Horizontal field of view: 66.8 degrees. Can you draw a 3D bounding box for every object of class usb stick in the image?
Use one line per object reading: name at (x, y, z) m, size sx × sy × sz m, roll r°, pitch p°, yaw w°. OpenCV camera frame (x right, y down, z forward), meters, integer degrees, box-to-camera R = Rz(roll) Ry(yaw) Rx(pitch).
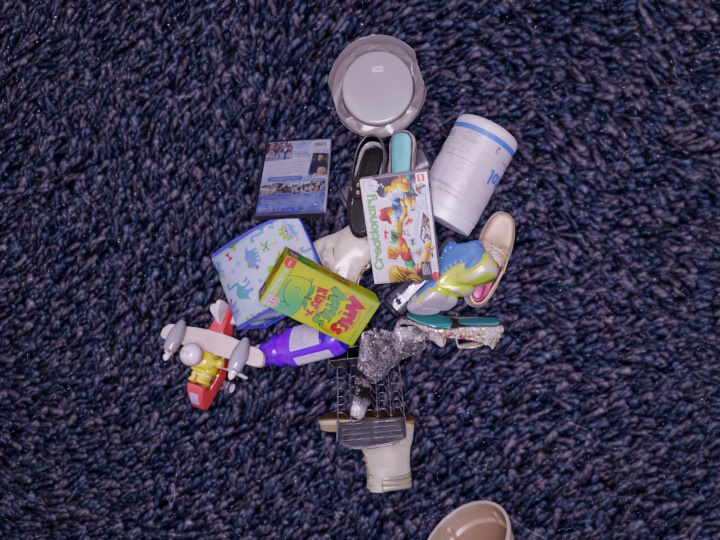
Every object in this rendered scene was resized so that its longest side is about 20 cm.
usb stick at (0.051, -0.185, 1.114) m, size 0.199 × 0.033 × 0.056 m, roll -26°, pitch 86°, yaw 6°
usb stick at (0.133, 0.013, 1.118) m, size 0.200 × 0.033 × 0.055 m, roll -44°, pitch 88°, yaw 5°

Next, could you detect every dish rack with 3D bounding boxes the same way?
dish rack at (0.016, 0.246, 1.079) m, size 0.152 × 0.055 × 0.202 m, roll -7°, pitch 54°, yaw 5°

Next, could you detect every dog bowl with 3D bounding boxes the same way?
dog bowl at (0.036, -0.365, 1.107) m, size 0.198 × 0.059 × 0.202 m, roll 0°, pitch 91°, yaw 5°

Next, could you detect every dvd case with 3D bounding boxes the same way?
dvd case at (-0.133, -0.186, 1.093) m, size 0.141 × 0.018 × 0.202 m, roll -2°, pitch 57°, yaw 7°

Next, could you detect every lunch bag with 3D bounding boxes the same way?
lunch bag at (-0.170, 0.000, 1.083) m, size 0.199 × 0.127 × 0.171 m, roll -31°, pitch 77°, yaw 21°

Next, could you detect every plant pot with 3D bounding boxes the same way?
plant pot at (0.247, 0.590, 1.053) m, size 0.200 × 0.201 × 0.184 m, roll -35°, pitch 99°, yaw 5°

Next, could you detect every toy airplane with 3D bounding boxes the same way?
toy airplane at (-0.305, 0.156, 1.108) m, size 0.199 × 0.141 × 0.200 m, roll -35°, pitch 72°, yaw 16°

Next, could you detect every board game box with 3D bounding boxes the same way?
board game box at (0.075, -0.078, 1.012) m, size 0.125 × 0.035 × 0.202 m, roll -5°, pitch 106°, yaw 15°
board game box at (-0.074, 0.050, 1.000) m, size 0.199 × 0.048 × 0.102 m, roll 28°, pitch 104°, yaw -21°

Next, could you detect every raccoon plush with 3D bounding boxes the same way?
raccoon plush at (0.059, 0.188, 1.050) m, size 0.133 × 0.097 × 0.202 m, roll 8°, pitch 82°, yaw 0°

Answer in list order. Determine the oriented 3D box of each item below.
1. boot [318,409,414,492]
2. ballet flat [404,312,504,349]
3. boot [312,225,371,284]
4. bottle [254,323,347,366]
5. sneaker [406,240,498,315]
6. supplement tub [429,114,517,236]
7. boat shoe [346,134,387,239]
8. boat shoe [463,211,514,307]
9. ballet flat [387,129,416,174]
boot at (0.011, 0.370, 1.120) m, size 0.198 × 0.072 × 0.156 m, roll 1°, pitch 94°, yaw 5°
ballet flat at (0.186, 0.125, 1.098) m, size 0.198 × 0.076 × 0.065 m, roll 4°, pitch 108°, yaw 9°
boot at (0.000, 0.000, 1.102) m, size 0.154 × 0.072 × 0.201 m, roll -29°, pitch 81°, yaw 5°
bottle at (-0.124, 0.153, 1.119) m, size 0.198 × 0.084 × 0.066 m, roll -17°, pitch 126°, yaw 17°
sneaker at (0.172, 0.010, 1.074) m, size 0.199 × 0.076 × 0.106 m, roll -28°, pitch 53°, yaw 25°
supplement tub at (0.202, -0.184, 1.058) m, size 0.131 × 0.132 × 0.201 m, roll 28°, pitch 94°, yaw 4°
boat shoe at (0.010, -0.163, 1.063) m, size 0.073 × 0.063 × 0.204 m, roll 8°, pitch 80°, yaw 12°
boat shoe at (0.261, -0.020, 1.086) m, size 0.073 × 0.069 × 0.202 m, roll 17°, pitch 93°, yaw 5°
ballet flat at (0.081, -0.166, 1.055) m, size 0.067 × 0.067 × 0.202 m, roll 11°, pitch 100°, yaw 12°
